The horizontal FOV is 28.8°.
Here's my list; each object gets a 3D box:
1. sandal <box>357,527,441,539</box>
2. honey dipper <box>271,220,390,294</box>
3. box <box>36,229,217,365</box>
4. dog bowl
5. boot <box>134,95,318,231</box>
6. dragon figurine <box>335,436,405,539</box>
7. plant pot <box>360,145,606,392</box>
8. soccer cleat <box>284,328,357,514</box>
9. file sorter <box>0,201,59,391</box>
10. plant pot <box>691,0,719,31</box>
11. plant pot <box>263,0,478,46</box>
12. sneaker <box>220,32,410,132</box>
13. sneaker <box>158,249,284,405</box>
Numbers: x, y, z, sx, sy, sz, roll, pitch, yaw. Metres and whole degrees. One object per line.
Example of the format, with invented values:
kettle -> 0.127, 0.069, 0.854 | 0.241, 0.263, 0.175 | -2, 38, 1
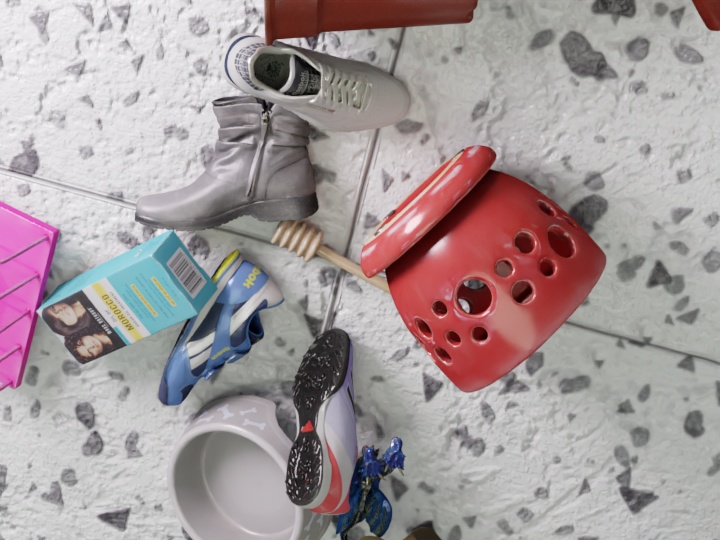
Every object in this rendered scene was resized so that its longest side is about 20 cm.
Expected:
sandal -> 0.026, 0.337, 1.544 | 0.070, 0.211, 0.078 | -43, 71, 20
honey dipper -> 0.000, 0.000, 1.491 | 0.199, 0.038, 0.038 | 28, 113, -8
box -> -0.250, 0.031, 1.487 | 0.199, 0.049, 0.083 | -23, 112, 38
dog bowl -> -0.129, 0.241, 1.561 | 0.198, 0.059, 0.202 | 9, 111, 24
boot -> -0.142, -0.116, 1.448 | 0.198, 0.070, 0.133 | -7, 109, -2
dragon figurine -> 0.001, 0.261, 1.559 | 0.058, 0.100, 0.202 | 8, 112, -15
plant pot -> 0.115, -0.011, 1.390 | 0.200, 0.200, 0.183 | -41, 93, 20
soccer cleat -> -0.032, 0.163, 1.510 | 0.068, 0.202, 0.073 | -12, 151, 37
file sorter -> -0.431, 0.033, 1.490 | 0.138, 0.125, 0.201 | 25, 114, 11
plant pot -> 0.350, -0.331, 1.235 | 0.198, 0.201, 0.177 | -13, 124, 12
plant pot -> 0.010, -0.306, 1.286 | 0.193, 0.201, 0.202 | 1, 113, -3
sneaker -> -0.036, -0.178, 1.368 | 0.198, 0.080, 0.077 | 10, 94, -23
sneaker -> -0.155, 0.077, 1.521 | 0.082, 0.074, 0.201 | 29, 114, -8
